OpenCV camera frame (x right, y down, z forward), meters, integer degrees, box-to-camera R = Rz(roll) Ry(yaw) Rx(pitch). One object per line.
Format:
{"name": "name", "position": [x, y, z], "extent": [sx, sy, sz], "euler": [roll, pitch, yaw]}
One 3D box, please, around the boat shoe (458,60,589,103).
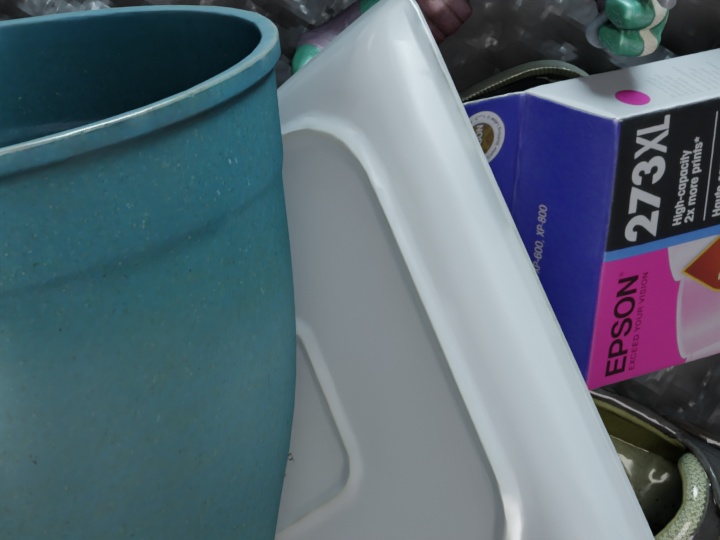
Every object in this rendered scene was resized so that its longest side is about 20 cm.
{"name": "boat shoe", "position": [0.001, 0.002, 0.852], "extent": [0.199, 0.066, 0.075], "euler": [-27, 106, 2]}

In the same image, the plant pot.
{"name": "plant pot", "position": [-0.104, 0.040, 0.727], "extent": [0.199, 0.200, 0.189], "euler": [-11, 106, -3]}

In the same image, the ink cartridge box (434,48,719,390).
{"name": "ink cartridge box", "position": [0.108, -0.021, 0.822], "extent": [0.199, 0.037, 0.095], "euler": [-12, 122, -29]}

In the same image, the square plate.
{"name": "square plate", "position": [-0.019, 0.050, 0.785], "extent": [0.198, 0.028, 0.201], "euler": [-35, 71, 37]}

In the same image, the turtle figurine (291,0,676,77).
{"name": "turtle figurine", "position": [0.056, -0.129, 0.804], "extent": [0.199, 0.101, 0.150], "euler": [-27, 81, 17]}

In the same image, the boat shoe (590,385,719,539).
{"name": "boat shoe", "position": [0.102, 0.087, 0.861], "extent": [0.200, 0.066, 0.072], "euler": [29, 83, 3]}
